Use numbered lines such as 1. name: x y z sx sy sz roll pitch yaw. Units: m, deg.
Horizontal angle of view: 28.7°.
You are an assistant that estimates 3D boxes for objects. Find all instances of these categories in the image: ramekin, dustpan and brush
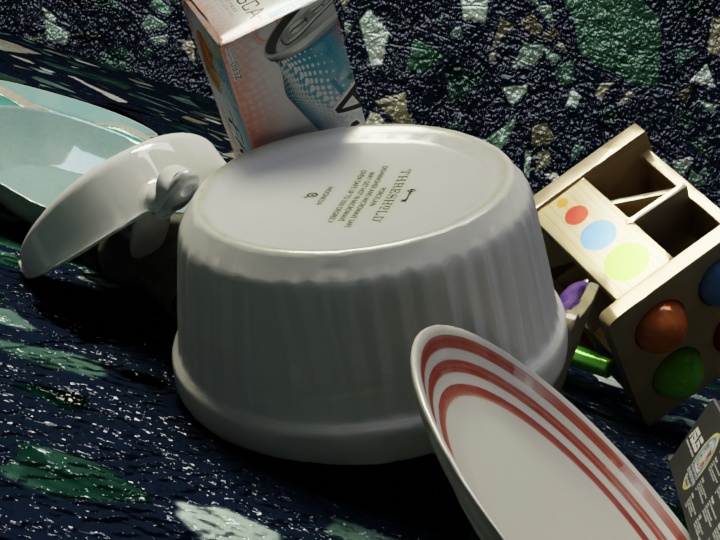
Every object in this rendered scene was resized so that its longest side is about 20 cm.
1. ramekin: 0.000 0.000 0.687 0.199 0.096 0.203 -6 25 3
2. dustpan and brush: -0.117 -0.038 0.773 0.058 0.138 0.200 59 -19 7

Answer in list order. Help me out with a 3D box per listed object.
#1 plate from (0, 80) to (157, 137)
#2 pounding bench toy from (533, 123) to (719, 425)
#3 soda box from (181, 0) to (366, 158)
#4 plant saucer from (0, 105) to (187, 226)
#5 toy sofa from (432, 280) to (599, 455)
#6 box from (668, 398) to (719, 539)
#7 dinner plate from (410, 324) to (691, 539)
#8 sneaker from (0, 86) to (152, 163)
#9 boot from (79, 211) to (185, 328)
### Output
1. plate: -0.324 -0.171 1.568 0.197 0.026 0.200 19 9 -3
2. pounding bench toy: 0.179 0.029 1.016 0.156 0.199 0.125 51 -6 46
3. soda box: -0.033 -0.069 0.785 0.068 0.202 0.064 -27 43 -11
4. plant saucer: -0.198 -0.057 1.008 0.198 0.039 0.201 21 19 -8
5. toy sofa: 0.081 0.047 0.826 0.082 0.099 0.200 20 10 11
6. box: 0.221 0.137 0.623 0.159 0.045 0.200 34 10 4
7. dinner plate: 0.086 0.103 0.549 0.199 0.024 0.201 39 17 -15
8. sneaker: -0.242 -0.088 1.110 0.197 0.072 0.080 18 20 1
9. boot: -0.074 0.001 0.913 0.198 0.069 0.130 -8 30 -46
